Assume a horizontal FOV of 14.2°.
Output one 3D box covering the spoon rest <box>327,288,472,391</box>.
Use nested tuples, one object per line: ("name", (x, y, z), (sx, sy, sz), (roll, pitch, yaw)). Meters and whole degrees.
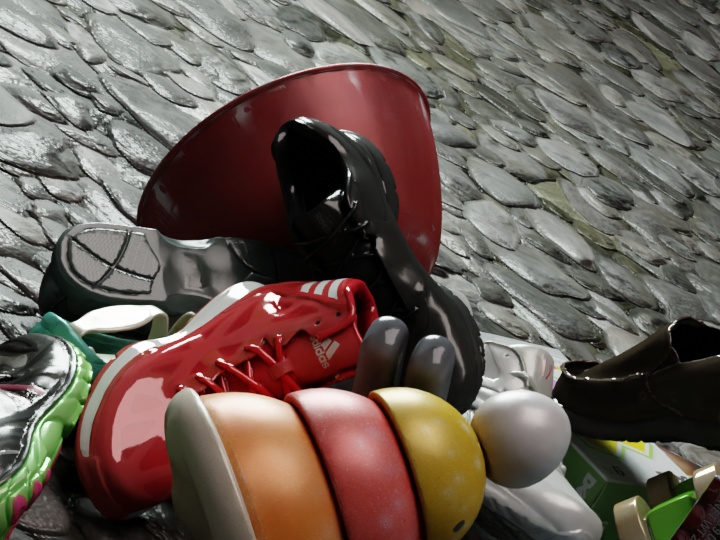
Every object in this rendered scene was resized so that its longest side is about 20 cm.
("spoon rest", (-0.001, 0.058, 1.752), (0.061, 0.100, 0.200), (42, 31, 24))

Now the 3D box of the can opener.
("can opener", (0.019, 0.092, 1.541), (0.053, 0.201, 0.067), (21, 47, 11))

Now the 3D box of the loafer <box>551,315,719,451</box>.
("loafer", (0.184, 0.060, 1.626), (0.073, 0.072, 0.199), (-2, 3, -39))

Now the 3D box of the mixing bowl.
("mixing bowl", (-0.025, -0.021, 1.772), (0.200, 0.200, 0.109), (11, 43, -49))

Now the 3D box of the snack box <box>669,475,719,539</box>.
("snack box", (0.197, 0.230, 1.458), (0.169, 0.200, 0.068), (41, 20, 22))

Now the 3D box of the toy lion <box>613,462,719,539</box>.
("toy lion", (0.217, 0.198, 1.602), (0.193, 0.068, 0.200), (67, 14, 4))

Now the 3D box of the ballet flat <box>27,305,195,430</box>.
("ballet flat", (-0.111, 0.056, 1.591), (0.067, 0.071, 0.200), (42, 19, 33))

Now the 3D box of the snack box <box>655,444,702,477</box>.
("snack box", (0.242, 0.166, 1.790), (0.199, 0.024, 0.072), (26, 30, 11))

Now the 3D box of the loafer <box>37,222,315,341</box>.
("loafer", (-0.089, 0.021, 1.669), (0.199, 0.063, 0.072), (14, 52, -19))

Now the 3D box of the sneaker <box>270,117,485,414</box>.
("sneaker", (0.000, 0.000, 1.621), (0.201, 0.076, 0.091), (60, 11, 24))

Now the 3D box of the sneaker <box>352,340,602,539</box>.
("sneaker", (0.081, 0.087, 1.631), (0.200, 0.099, 0.078), (40, -10, 44))

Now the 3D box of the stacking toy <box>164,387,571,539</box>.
("stacking toy", (0.011, 0.103, 1.427), (0.199, 0.147, 0.146), (-18, 35, -9))

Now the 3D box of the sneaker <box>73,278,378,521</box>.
("sneaker", (-0.060, 0.054, 1.516), (0.079, 0.115, 0.200), (59, 41, -18))

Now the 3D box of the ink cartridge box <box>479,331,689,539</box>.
("ink cartridge box", (0.133, 0.121, 1.716), (0.104, 0.059, 0.200), (13, 26, -49))

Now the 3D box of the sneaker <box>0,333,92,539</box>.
("sneaker", (-0.186, 0.071, 1.418), (0.084, 0.077, 0.200), (35, 17, -8))

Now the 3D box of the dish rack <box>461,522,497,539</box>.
("dish rack", (0.138, 0.199, 1.690), (0.199, 0.044, 0.172), (23, 20, -29))
